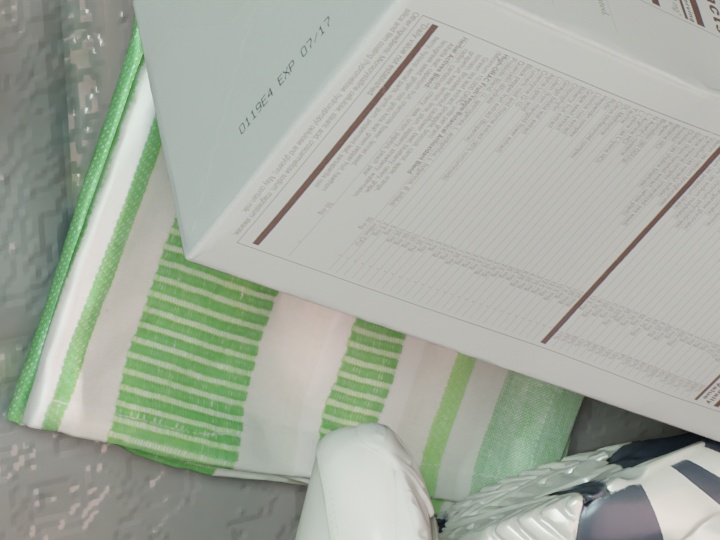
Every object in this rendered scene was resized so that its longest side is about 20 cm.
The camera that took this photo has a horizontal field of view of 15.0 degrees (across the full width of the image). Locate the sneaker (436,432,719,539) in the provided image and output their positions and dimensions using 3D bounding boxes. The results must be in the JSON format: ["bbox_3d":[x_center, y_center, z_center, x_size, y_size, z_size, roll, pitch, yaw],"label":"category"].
[{"bbox_3d":[0.109,0.114,0.853,0.199,0.079,0.130,-22,94,-8],"label":"sneaker"}]

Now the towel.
[{"bbox_3d":[0.000,0.000,0.853,0.200,0.023,0.153,15,96,-33],"label":"towel"}]

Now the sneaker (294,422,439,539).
[{"bbox_3d":[-0.026,0.139,0.792,0.099,0.078,0.200,6,102,0],"label":"sneaker"}]

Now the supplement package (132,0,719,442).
[{"bbox_3d":[0.054,-0.046,0.767,0.200,0.110,0.114,20,127,-31],"label":"supplement package"}]
